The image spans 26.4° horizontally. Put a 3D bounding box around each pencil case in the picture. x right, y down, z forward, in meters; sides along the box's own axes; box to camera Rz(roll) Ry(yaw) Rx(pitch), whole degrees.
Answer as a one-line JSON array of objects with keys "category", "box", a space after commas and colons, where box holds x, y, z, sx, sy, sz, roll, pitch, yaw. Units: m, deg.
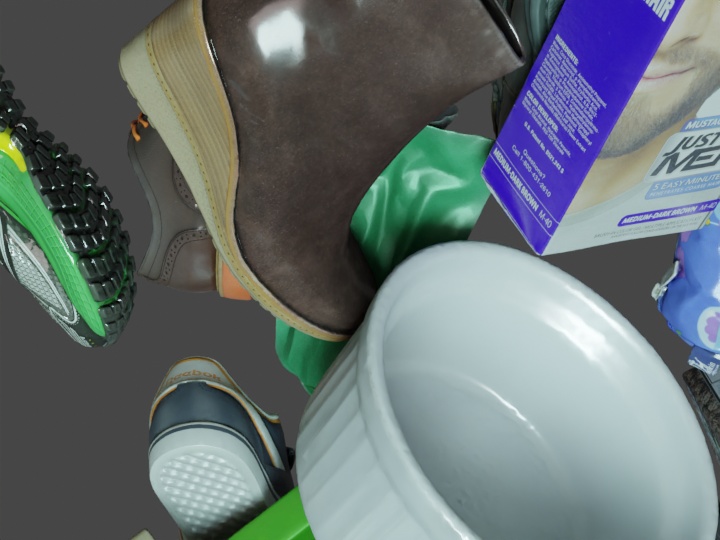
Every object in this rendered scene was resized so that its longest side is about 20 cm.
[{"category": "pencil case", "box": [0.209, -0.048, 0.803, 0.086, 0.078, 0.201, 8, 109, 3]}]

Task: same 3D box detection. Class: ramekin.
[{"category": "ramekin", "box": [0.066, 0.094, 0.743, 0.200, 0.201, 0.098, 31, 131, -12]}]

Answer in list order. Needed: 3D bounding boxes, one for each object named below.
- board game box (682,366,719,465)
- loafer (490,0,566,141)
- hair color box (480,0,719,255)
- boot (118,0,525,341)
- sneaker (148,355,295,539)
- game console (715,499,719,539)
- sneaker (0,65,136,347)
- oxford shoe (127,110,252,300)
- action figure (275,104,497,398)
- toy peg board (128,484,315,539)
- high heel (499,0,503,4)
[{"category": "board game box", "box": [0.278, 0.100, 0.794, 0.159, 0.200, 0.097, -24, 109, 7]}, {"category": "loafer", "box": [0.099, -0.109, 0.761, 0.072, 0.063, 0.200, -16, 147, -10]}, {"category": "hair color box", "box": [0.145, -0.101, 0.688, 0.109, 0.065, 0.200, -10, 140, -32]}, {"category": "boot", "box": [0.002, -0.061, 0.704, 0.166, 0.072, 0.200, -20, 122, 24]}, {"category": "sneaker", "box": [-0.069, 0.130, 0.864, 0.078, 0.080, 0.200, -8, 135, 2]}, {"category": "game console", "box": [0.125, 0.180, 0.861, 0.176, 0.116, 0.200, -35, 108, 10]}, {"category": "sneaker", "box": [-0.193, -0.039, 0.801, 0.085, 0.078, 0.200, -36, 98, 17]}, {"category": "oxford shoe", "box": [-0.086, -0.079, 0.787, 0.072, 0.071, 0.201, 4, 110, 2]}, {"category": "action figure", "box": [0.000, 0.000, 0.819, 0.118, 0.055, 0.201, 19, 120, 6]}, {"category": "toy peg board", "box": [-0.010, 0.226, 0.792, 0.098, 0.200, 0.199, -34, 146, -13]}, {"category": "high heel", "box": [0.111, -0.183, 0.780, 0.199, 0.096, 0.068, 17, 150, 5]}]
